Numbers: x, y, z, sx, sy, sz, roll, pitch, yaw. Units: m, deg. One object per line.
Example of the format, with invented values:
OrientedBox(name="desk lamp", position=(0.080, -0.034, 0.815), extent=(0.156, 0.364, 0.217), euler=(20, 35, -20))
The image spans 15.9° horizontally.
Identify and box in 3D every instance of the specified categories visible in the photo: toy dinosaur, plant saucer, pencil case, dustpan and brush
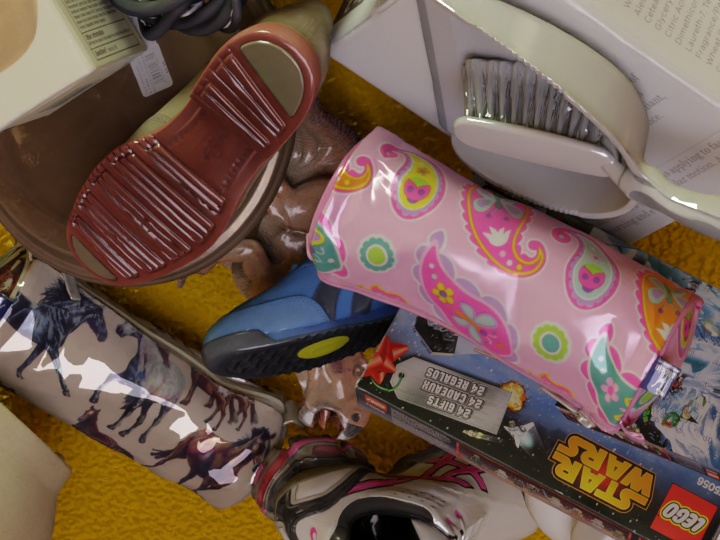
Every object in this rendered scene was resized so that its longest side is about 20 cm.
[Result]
OrientedBox(name="toy dinosaur", position=(-0.025, -0.019, 1.454), extent=(0.135, 0.086, 0.201), euler=(13, 112, -7))
OrientedBox(name="plant saucer", position=(-0.131, -0.090, 1.394), extent=(0.199, 0.029, 0.201), euler=(1, 93, 18))
OrientedBox(name="pencil case", position=(-0.134, 0.060, 1.494), extent=(0.200, 0.078, 0.089), euler=(32, 127, -15))
OrientedBox(name="dustpan and brush", position=(0.112, -0.057, 1.224), extent=(0.199, 0.057, 0.140), euler=(17, 153, 18))
OrientedBox(name="pencil case", position=(0.071, 0.007, 1.289), extent=(0.199, 0.087, 0.088), euler=(29, 115, 10))

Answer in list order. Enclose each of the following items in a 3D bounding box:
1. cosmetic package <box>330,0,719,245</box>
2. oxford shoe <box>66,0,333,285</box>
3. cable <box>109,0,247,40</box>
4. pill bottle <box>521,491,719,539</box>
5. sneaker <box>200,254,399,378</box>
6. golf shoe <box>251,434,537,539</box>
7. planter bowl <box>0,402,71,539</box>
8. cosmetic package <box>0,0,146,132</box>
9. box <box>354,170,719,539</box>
OrientedBox(name="cosmetic package", position=(0.122, -0.147, 1.310), extent=(0.200, 0.165, 0.165), euler=(33, 152, -16))
OrientedBox(name="oxford shoe", position=(-0.077, -0.064, 1.333), extent=(0.070, 0.075, 0.200), euler=(46, 125, -8))
OrientedBox(name="cable", position=(-0.089, -0.212, 1.308), extent=(0.163, 0.201, 0.051), euler=(-34, 158, 23))
OrientedBox(name="pill bottle", position=(0.134, 0.084, 1.430), extent=(0.112, 0.200, 0.113), euler=(-10, 137, -9))
OrientedBox(name="sneaker", position=(0.000, 0.000, 1.404), extent=(0.199, 0.066, 0.079), euler=(-19, 76, -15))
OrientedBox(name="golf shoe", position=(0.035, 0.149, 1.506), extent=(0.199, 0.092, 0.073), euler=(3, 120, -36))
OrientedBox(name="planter bowl", position=(-0.252, 0.122, 1.477), extent=(0.200, 0.200, 0.135), euler=(45, 82, -20))
OrientedBox(name="cosmetic package", position=(-0.200, -0.176, 1.326), extent=(0.071, 0.105, 0.201), euler=(-30, 92, 15))
OrientedBox(name="box", position=(0.115, 0.052, 1.337), extent=(0.199, 0.040, 0.137), euler=(28, 75, 10))
